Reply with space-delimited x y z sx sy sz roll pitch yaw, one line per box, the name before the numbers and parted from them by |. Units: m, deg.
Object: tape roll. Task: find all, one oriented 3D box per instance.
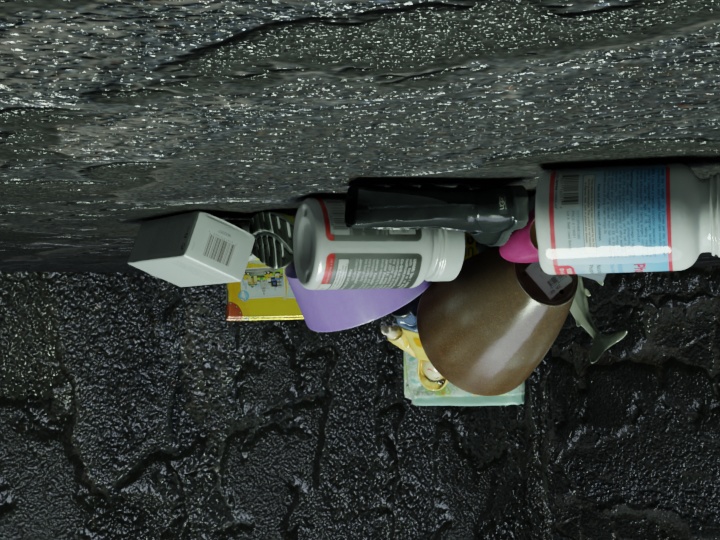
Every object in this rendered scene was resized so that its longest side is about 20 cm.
tape roll | 0.000 0.000 1.700 0.198 0.086 0.200 -21 -163 7

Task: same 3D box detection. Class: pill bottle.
pill bottle | 0.023 -0.034 1.538 0.197 0.116 0.114 0 177 -19
pill bottle | 0.282 -0.053 1.245 0.197 0.110 0.109 -1 178 16

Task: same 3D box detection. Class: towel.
towel | 0.154 0.118 1.859 0.198 0.174 0.048 -2 -179 28

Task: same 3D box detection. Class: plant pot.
plant pot | 0.197 0.043 1.597 0.185 0.189 0.200 0 156 -23

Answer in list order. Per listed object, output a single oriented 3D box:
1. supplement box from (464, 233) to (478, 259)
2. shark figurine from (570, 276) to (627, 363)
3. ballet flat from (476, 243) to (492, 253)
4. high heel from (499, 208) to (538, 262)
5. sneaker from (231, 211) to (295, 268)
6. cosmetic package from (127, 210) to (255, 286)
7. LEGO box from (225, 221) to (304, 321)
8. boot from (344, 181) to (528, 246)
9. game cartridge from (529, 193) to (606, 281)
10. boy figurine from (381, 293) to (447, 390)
supplement box | 0.201 -0.025 1.891 0.108 0.111 0.199 -3 177 38
shark figurine | 0.314 0.033 1.847 0.088 0.217 0.128 -13 177 -24
ballet flat | 0.232 -0.051 1.793 0.067 0.064 0.199 -31 179 37
high heel | 0.241 -0.052 1.427 0.198 0.068 0.096 -16 180 27
sneaker | -0.116 -0.049 1.744 0.089 0.079 0.199 -9 -172 -33
cosmetic package | -0.245 -0.029 1.757 0.101 0.075 0.199 26 165 -31
LEGO box | -0.108 0.001 1.877 0.197 0.151 0.077 -1 177 -3
boot | 0.077 -0.063 1.411 0.197 0.067 0.165 -4 169 -9
game cartridge | 0.264 -0.041 1.578 0.131 0.042 0.200 13 165 9
boy figurine | 0.091 0.099 1.766 0.123 0.065 0.201 5 143 18
